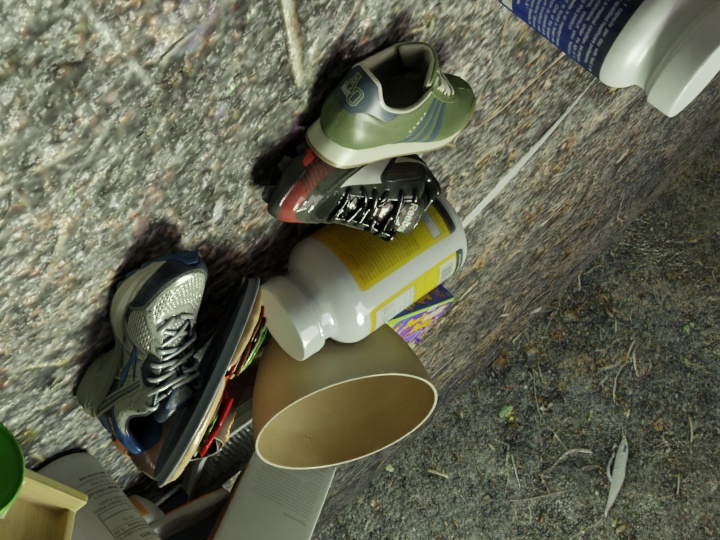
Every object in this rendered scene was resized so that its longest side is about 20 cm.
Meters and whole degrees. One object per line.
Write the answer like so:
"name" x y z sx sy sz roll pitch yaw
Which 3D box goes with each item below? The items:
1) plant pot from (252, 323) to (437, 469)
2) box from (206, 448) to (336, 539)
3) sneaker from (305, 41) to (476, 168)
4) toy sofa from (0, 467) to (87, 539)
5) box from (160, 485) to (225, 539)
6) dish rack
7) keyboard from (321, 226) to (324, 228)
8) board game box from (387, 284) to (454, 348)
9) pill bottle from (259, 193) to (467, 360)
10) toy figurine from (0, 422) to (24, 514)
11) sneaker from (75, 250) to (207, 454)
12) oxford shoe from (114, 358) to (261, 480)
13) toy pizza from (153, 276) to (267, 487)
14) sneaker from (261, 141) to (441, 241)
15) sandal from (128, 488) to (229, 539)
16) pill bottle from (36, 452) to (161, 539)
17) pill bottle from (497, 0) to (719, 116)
"plant pot" -0.031 0.111 0.897 0.200 0.135 0.201 -13 145 -9
"box" -0.130 0.333 1.017 0.152 0.106 0.200 -59 -175 44
"sneaker" 0.047 -0.148 0.680 0.200 0.067 0.090 -26 159 -42
"toy sofa" -0.274 0.252 0.598 0.098 0.200 0.083 -38 126 24
"box" -0.203 0.423 1.165 0.117 0.197 0.200 -35 160 -29
"dish rack" -0.151 0.209 1.068 0.200 0.044 0.172 -33 159 -38
"keyboard" 0.000 -0.008 0.913 0.056 0.011 0.200 -54 148 13
"board game box" 0.029 0.082 1.068 0.135 0.045 0.200 -54 161 25
"pill bottle" 0.000 0.000 0.801 0.200 0.112 0.112 -33 159 -24
"toy figurine" -0.335 0.208 0.545 0.184 0.150 0.200 -41 -167 34
"sneaker" -0.156 0.070 0.650 0.077 0.085 0.200 -16 145 -46
"oxford shoe" -0.162 0.160 0.876 0.200 0.073 0.071 -30 156 -44
"toy pizza" -0.127 0.099 0.725 0.201 0.032 0.200 -60 -168 21
"sneaker" 0.003 -0.069 0.709 0.200 0.098 0.071 -22 153 -52
"sandal" -0.256 0.296 0.979 0.206 0.059 0.079 -17 153 -42
"pill bottle" -0.235 0.276 0.746 0.114 0.200 0.114 -41 162 -16
"pill bottle" 0.206 -0.223 0.666 0.116 0.200 0.116 -41 162 -16
